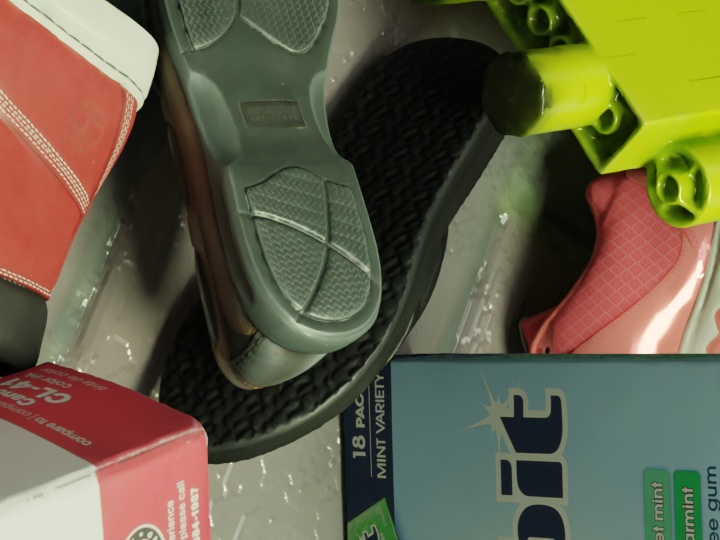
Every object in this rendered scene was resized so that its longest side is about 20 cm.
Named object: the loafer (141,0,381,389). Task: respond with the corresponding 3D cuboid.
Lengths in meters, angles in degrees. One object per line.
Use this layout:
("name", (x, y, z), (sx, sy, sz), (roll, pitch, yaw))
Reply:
("loafer", (-0.045, -0.056, 0.880), (0.072, 0.063, 0.200), (6, 61, -32))

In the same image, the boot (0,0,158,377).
("boot", (-0.157, -0.048, 0.783), (0.200, 0.072, 0.145), (35, 67, -40))

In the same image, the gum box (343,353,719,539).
("gum box", (0.075, 0.114, 0.898), (0.044, 0.200, 0.170), (-2, 90, -42))

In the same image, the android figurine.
("android figurine", (0.106, -0.098, 0.985), (0.200, 0.041, 0.182), (-13, 62, -46))

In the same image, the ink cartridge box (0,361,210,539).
("ink cartridge box", (-0.141, 0.127, 0.757), (0.200, 0.086, 0.148), (-18, 118, -41))

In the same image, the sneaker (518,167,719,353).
("sneaker", (0.098, 0.053, 1.024), (0.074, 0.087, 0.201), (2, 106, -84))

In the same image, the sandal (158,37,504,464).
("sandal", (0.001, 0.000, 0.926), (0.201, 0.075, 0.048), (-55, 143, -29))
